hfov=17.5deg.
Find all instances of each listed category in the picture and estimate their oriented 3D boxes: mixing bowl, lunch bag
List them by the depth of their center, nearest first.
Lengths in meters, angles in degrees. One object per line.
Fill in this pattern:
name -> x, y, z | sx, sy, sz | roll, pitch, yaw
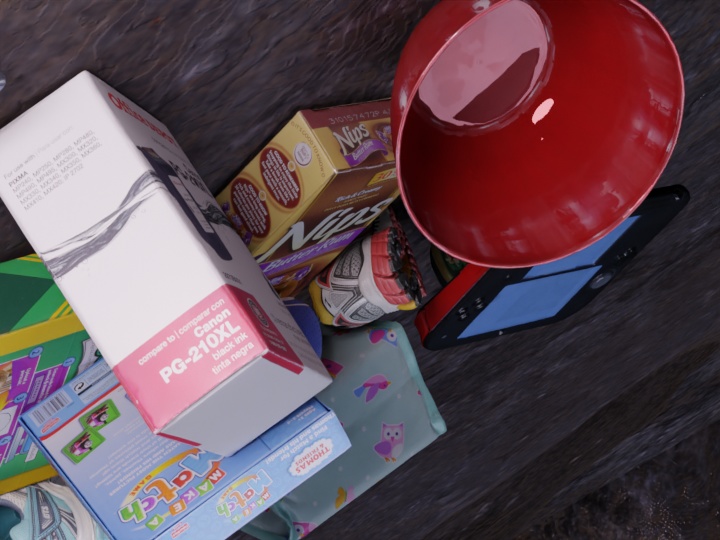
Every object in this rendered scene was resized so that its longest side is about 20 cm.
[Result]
mixing bowl -> 0.097, -0.114, 1.508 | 0.199, 0.108, 0.201 | -12, 124, -17
lunch bag -> -0.061, 0.117, 1.813 | 0.170, 0.122, 0.200 | -34, -159, -28

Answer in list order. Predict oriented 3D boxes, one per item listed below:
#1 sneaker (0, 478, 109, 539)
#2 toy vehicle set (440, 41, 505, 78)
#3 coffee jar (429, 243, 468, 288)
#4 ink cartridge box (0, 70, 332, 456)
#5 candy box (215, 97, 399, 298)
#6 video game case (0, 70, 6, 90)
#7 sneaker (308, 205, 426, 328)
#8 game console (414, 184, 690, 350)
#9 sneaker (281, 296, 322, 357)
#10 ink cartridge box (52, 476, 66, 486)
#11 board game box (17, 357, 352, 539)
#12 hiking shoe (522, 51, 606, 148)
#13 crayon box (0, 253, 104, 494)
sneaker -> -0.257, 0.169, 1.653 | 0.086, 0.078, 0.200 | -2, -171, -38
toy vehicle set -> 0.086, -0.130, 1.660 | 0.124, 0.027, 0.200 | -26, 163, -21
coffee jar -> 0.120, -0.041, 1.888 | 0.104, 0.086, 0.200 | -26, 164, -17
ink cartridge box -> -0.117, -0.002, 1.347 | 0.084, 0.200, 0.145 | -36, 164, 6
candy box -> -0.050, -0.038, 1.631 | 0.116, 0.057, 0.200 | -13, 154, -49
video game case -> -0.290, -0.039, 1.242 | 0.143, 0.019, 0.200 | -15, 156, -47
sneaker -> 0.000, 0.000, 1.779 | 0.082, 0.078, 0.200 | -21, -179, 6
game console -> 0.150, -0.002, 1.848 | 0.199, 0.031, 0.177 | -12, 157, -44
sneaker -> -0.070, 0.081, 1.594 | 0.115, 0.081, 0.199 | -7, -165, 37
ink cartridge box -> -0.206, 0.234, 1.894 | 0.067, 0.201, 0.117 | -17, 159, -42
board game box -> -0.114, 0.101, 1.464 | 0.151, 0.200, 0.037 | -35, 123, -10
hiking shoe -> 0.122, -0.104, 1.651 | 0.200, 0.076, 0.101 | -33, 176, 41
crayon box -> -0.245, 0.076, 1.541 | 0.172, 0.058, 0.200 | -18, 150, -36
